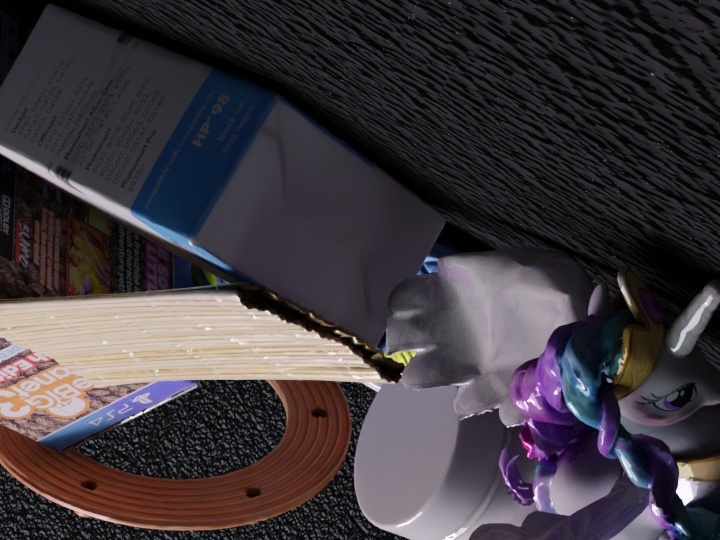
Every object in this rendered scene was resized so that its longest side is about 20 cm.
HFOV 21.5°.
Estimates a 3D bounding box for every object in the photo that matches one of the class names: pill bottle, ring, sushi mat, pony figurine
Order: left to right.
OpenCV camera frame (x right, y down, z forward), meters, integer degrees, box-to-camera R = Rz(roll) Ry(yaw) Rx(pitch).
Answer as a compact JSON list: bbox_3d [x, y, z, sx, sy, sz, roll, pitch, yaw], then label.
[{"bbox_3d":[-0.104,0.077,1.009,0.199,0.019,0.201,8,-150,-5],"label":"ring"},{"bbox_3d":[-0.079,0.029,0.784,0.199,0.012,0.095,-4,154,46],"label":"sushi mat"},{"bbox_3d":[0.100,0.107,0.888,0.199,0.112,0.111,22,180,-30],"label":"pill bottle"},{"bbox_3d":[0.090,0.071,0.660,0.192,0.167,0.200,-20,136,41],"label":"pony figurine"}]

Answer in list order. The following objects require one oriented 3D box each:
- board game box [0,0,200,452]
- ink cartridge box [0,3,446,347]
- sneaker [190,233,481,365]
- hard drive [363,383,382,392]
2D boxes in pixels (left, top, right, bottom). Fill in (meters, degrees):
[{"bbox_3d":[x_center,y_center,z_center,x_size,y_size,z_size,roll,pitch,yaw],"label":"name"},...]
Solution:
[{"bbox_3d":[-0.179,-0.031,0.907,0.097,0.160,0.200,-26,140,28],"label":"board game box"},{"bbox_3d":[-0.076,-0.046,0.788,0.200,0.067,0.116,26,175,44],"label":"ink cartridge box"},{"bbox_3d":[0.000,0.000,0.873,0.199,0.082,0.071,3,114,52],"label":"sneaker"},{"bbox_3d":[-0.004,0.043,1.107,0.199,0.027,0.132,31,-178,1],"label":"hard drive"}]
